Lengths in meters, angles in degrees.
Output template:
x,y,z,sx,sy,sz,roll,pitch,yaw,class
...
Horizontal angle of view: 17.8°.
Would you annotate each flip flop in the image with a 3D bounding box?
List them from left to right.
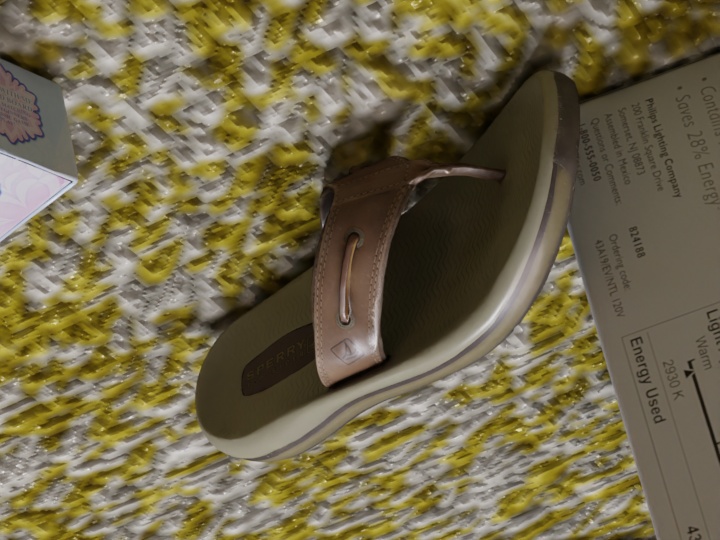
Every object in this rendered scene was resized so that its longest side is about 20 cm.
x,y,z,sx,sy,sz,roll,pitch,yaw,class
0.000,0.000,0.771,0.057,0.081,0.200,30,135,-29,flip flop

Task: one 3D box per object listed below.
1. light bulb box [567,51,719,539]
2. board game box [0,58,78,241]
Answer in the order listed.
x,y,z,sx,sy,sz,roll,pitch,yaw,class
0.185,0.023,0.746,0.199,0.199,0.125,-19,145,10,light bulb box
-0.223,-0.021,0.674,0.200,0.041,0.199,-34,142,29,board game box
